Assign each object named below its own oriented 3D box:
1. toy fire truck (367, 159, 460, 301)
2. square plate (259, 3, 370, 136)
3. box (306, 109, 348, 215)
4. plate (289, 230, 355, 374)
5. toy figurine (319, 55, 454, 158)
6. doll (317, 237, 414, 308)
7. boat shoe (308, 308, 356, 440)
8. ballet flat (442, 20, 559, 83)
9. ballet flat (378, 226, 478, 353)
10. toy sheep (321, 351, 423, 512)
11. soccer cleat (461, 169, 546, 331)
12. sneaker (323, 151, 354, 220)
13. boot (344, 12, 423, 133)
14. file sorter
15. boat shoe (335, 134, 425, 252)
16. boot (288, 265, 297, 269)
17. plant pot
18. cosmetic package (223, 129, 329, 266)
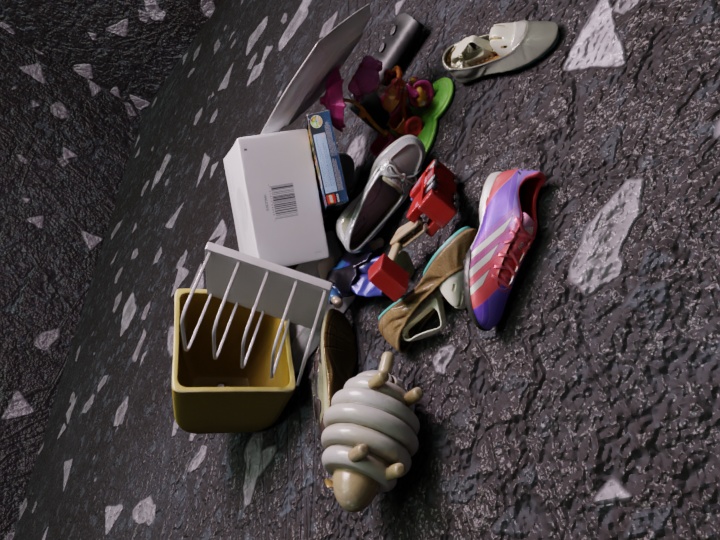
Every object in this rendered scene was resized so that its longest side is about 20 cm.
[{"bbox_3d":[0.076,-0.062,0.869,0.142,0.048,0.201,-50,11,26],"label":"toy fire truck"},{"bbox_3d":[-0.066,-0.310,0.999,0.200,0.028,0.200,-45,9,43],"label":"square plate"},{"bbox_3d":[-0.057,-0.170,1.044,0.200,0.036,0.141,-175,72,-85],"label":"box"},{"bbox_3d":[-0.095,0.050,1.123,0.201,0.032,0.202,-51,33,20],"label":"plate"},{"bbox_3d":[0.028,-0.270,1.017,0.202,0.181,0.151,-51,34,18],"label":"toy figurine"},{"bbox_3d":[0.000,0.000,0.986,0.197,0.049,0.138,3,54,52],"label":"doll"},{"bbox_3d":[-0.047,0.153,0.938,0.064,0.072,0.205,-33,42,34],"label":"boat shoe"},{"bbox_3d":[0.194,-0.323,0.919,0.198,0.063,0.069,-1,67,56],"label":"ballet flat"},{"bbox_3d":[0.098,0.036,0.821,0.200,0.067,0.073,-48,55,26],"label":"ballet flat"},{"bbox_3d":[0.015,0.192,0.770,0.136,0.137,0.204,-20,38,48],"label":"toy sheep"},{"bbox_3d":[0.172,-0.029,0.749,0.072,0.068,0.206,-6,62,45],"label":"soccer cleat"},{"bbox_3d":[-0.083,-0.139,1.197,0.203,0.072,0.071,-56,32,11],"label":"sneaker"},{"bbox_3d":[0.055,-0.371,1.171,0.201,0.065,0.166,-51,35,13],"label":"boot"},{"bbox_3d":[-0.157,0.075,0.953,0.140,0.194,0.127,111,176,-58],"label":"file sorter"},{"bbox_3d":[0.036,-0.118,0.988,0.203,0.074,0.065,-50,27,9],"label":"boat shoe"},{"bbox_3d":[-0.191,-0.016,1.268,0.156,0.075,0.202,-50,34,23],"label":"boot"},{"bbox_3d":[-0.229,0.176,1.082,0.203,0.188,0.199,112,154,-44],"label":"plant pot"},{"bbox_3d":[-0.147,-0.110,1.061,0.199,0.119,0.207,-178,77,-70],"label":"cosmetic package"}]
